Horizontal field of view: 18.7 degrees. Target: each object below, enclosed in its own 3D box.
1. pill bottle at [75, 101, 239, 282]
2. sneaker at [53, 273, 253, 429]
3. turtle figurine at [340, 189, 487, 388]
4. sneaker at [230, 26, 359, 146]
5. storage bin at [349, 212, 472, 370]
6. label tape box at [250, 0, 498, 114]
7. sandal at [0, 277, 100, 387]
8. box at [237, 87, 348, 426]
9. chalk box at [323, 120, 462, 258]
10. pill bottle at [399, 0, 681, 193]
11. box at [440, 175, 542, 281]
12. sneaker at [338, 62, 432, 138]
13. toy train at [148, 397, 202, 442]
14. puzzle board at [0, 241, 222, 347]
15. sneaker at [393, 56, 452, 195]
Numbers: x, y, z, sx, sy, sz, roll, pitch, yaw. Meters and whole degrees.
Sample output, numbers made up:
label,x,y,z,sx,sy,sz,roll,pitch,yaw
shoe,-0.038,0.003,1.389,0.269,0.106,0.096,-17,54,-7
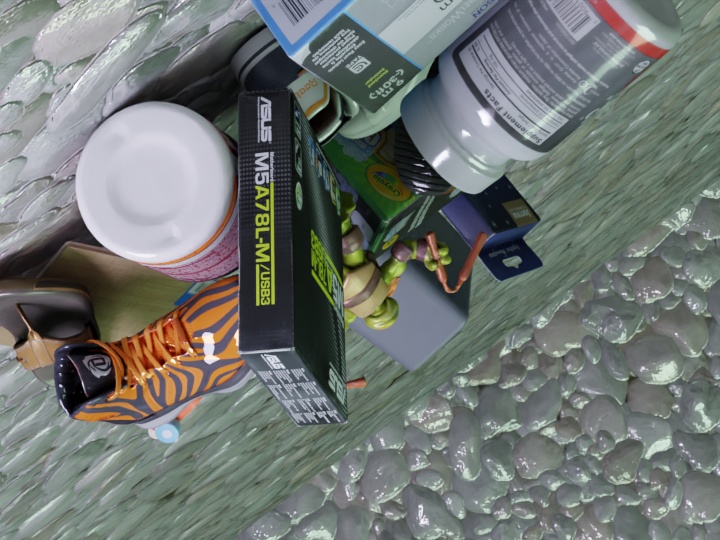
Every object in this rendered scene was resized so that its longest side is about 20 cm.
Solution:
label,x,y,z,sx,sy,sz,roll,pitch,yaw
pill bottle,-0.128,-0.052,1.602,0.114,0.114,0.200,-39,169,3
sneaker,-0.156,0.068,1.638,0.112,0.078,0.200,0,149,-45
turtle figurine,0.000,0.000,1.763,0.200,0.064,0.161,-39,138,-1
sneaker,-0.046,-0.126,1.670,0.078,0.079,0.200,-40,171,3
storage bin,0.040,-0.009,2.079,0.146,0.134,0.200,-44,-164,23
label tape box,0.032,-0.189,1.568,0.143,0.066,0.200,-42,150,12
sandal,-0.243,0.057,1.699,0.081,0.055,0.200,-8,154,-1
box,-0.048,-0.005,1.578,0.047,0.194,0.200,-7,159,8
chalk box,0.014,-0.096,1.849,0.200,0.124,0.125,-37,170,-18
pill bottle,0.131,-0.155,1.626,0.200,0.116,0.116,-40,170,25
box,0.093,-0.081,1.979,0.032,0.200,0.121,-42,169,24
sneaker,0.019,-0.183,1.709,0.084,0.073,0.200,-3,140,-48
toy train,-0.148,0.057,1.991,0.150,0.056,0.200,-42,-160,32
puzzle board,-0.178,0.032,1.756,0.199,0.017,0.151,12,143,-31
sneaker,0.081,-0.158,1.779,0.088,0.074,0.201,-19,124,-79
